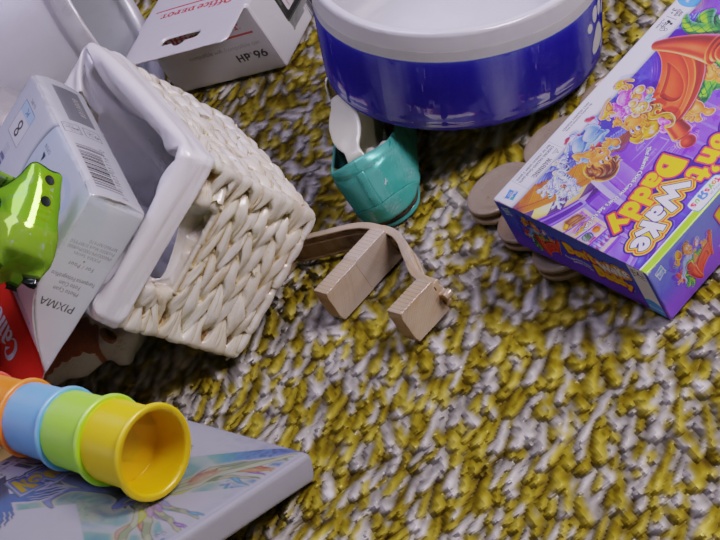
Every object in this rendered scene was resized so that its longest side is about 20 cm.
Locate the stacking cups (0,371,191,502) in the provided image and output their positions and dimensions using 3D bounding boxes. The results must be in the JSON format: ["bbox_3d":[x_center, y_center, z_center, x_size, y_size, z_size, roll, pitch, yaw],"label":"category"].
[{"bbox_3d":[-0.190,0.090,1.428,0.200,0.061,0.061,14,56,44],"label":"stacking cups"}]

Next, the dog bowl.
[{"bbox_3d":[0.067,-0.183,1.594,0.199,0.079,0.200,-5,37,4],"label":"dog bowl"}]

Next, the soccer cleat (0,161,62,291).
[{"bbox_3d":[-0.252,-0.024,1.493,0.200,0.067,0.081,-8,62,50],"label":"soccer cleat"}]

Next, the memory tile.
[{"bbox_3d":[0.169,-0.078,1.482,0.200,0.017,0.153,-40,31,-5],"label":"memory tile"}]

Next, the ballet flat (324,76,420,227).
[{"bbox_3d":[0.007,-0.110,1.630,0.067,0.070,0.200,-27,32,15],"label":"ballet flat"}]

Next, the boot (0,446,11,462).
[{"bbox_3d":[-0.219,0.174,1.469,0.155,0.073,0.200,-9,32,29],"label":"boot"}]

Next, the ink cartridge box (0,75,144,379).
[{"bbox_3d":[-0.230,-0.008,1.535,0.200,0.047,0.160,-55,37,17],"label":"ink cartridge box"}]

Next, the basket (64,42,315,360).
[{"bbox_3d":[-0.135,-0.046,1.576,0.136,0.123,0.200,-60,36,12],"label":"basket"}]

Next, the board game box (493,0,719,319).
[{"bbox_3d":[0.196,-0.078,1.396,0.200,0.045,0.134,-47,44,-14],"label":"board game box"}]

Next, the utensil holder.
[{"bbox_3d":[-0.290,-0.168,1.908,0.200,0.170,0.170,-29,31,14],"label":"utensil holder"}]

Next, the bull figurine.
[{"bbox_3d":[-0.242,0.045,1.636,0.200,0.065,0.122,-31,69,20],"label":"bull figurine"}]

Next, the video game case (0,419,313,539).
[{"bbox_3d":[-0.160,0.142,1.399,0.182,0.022,0.200,11,29,39],"label":"video game case"}]

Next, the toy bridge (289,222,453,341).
[{"bbox_3d":[0.000,0.000,1.529,0.067,0.027,0.200,-47,31,-19],"label":"toy bridge"}]

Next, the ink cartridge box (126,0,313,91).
[{"bbox_3d":[-0.100,-0.215,1.879,0.116,0.068,0.200,-11,38,35],"label":"ink cartridge box"}]

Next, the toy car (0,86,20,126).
[{"bbox_3d":[-0.310,-0.056,1.754,0.175,0.150,0.200,-61,32,6],"label":"toy car"}]
